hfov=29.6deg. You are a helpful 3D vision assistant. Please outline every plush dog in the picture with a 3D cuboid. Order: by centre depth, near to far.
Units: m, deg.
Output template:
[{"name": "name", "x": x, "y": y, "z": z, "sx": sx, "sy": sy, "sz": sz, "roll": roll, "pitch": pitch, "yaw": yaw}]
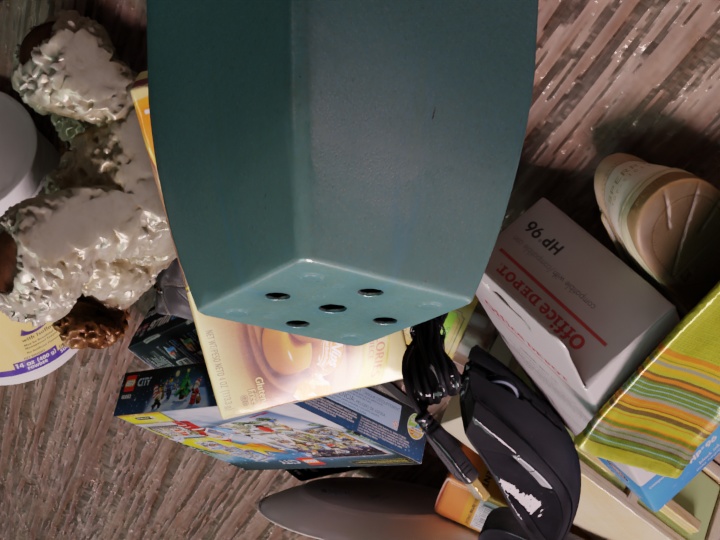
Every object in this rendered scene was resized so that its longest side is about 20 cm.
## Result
[{"name": "plush dog", "x": -0.155, "y": -0.043, "z": 0.875, "sx": 0.160, "sy": 0.201, "sz": 0.172, "roll": 8, "pitch": 161, "yaw": -18}]

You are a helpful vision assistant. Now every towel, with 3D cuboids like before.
[{"name": "towel", "x": 0.198, "y": 0.031, "z": 0.694, "sx": 0.086, "sy": 0.018, "sz": 0.200, "roll": 16, "pitch": 122, "yaw": -40}]

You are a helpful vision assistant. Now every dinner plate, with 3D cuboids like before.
[{"name": "dinner plate", "x": 0.017, "y": 0.193, "z": 1.107, "sx": 0.200, "sy": 0.024, "sz": 0.200, "roll": 5, "pitch": -178, "yaw": 0}]

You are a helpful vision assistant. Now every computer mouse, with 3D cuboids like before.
[{"name": "computer mouse", "x": 0.087, "y": 0.098, "z": 0.797, "sx": 0.046, "sy": 0.141, "sz": 0.200, "roll": -24, "pitch": 111, "yaw": 18}]

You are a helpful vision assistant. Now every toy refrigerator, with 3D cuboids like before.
[{"name": "toy refrigerator", "x": 0.161, "y": 0.125, "z": 0.937, "sx": 0.200, "sy": 0.076, "sz": 0.070, "roll": 38, "pitch": 147, "yaw": -15}]

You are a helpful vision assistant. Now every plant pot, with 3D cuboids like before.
[{"name": "plant pot", "x": -0.012, "y": -0.077, "z": 0.616, "sx": 0.141, "sy": 0.201, "sz": 0.141, "roll": 14, "pitch": 157, "yaw": -33}]

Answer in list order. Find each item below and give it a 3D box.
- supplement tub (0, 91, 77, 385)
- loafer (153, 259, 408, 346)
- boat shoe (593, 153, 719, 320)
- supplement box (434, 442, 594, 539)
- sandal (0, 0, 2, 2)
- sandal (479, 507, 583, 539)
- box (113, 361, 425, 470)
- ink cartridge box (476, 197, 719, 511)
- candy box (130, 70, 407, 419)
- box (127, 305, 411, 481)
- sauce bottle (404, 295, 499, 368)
[{"name": "supplement tub", "x": -0.275, "y": -0.023, "z": 0.993, "sx": 0.145, "sy": 0.146, "sz": 0.200, "roll": 19, "pitch": 148, "yaw": 14}, {"name": "loafer", "x": -0.052, "y": 0.033, "z": 0.953, "sx": 0.200, "sy": 0.072, "sz": 0.073, "roll": 26, "pitch": -167, "yaw": 14}, {"name": "boat shoe", "x": 0.194, "y": 0.008, "z": 0.762, "sx": 0.200, "sy": 0.072, "sz": 0.065, "roll": 46, "pitch": -179, "yaw": -34}, {"name": "supplement box", "x": 0.161, "y": 0.186, "z": 1.035, "sx": 0.200, "sy": 0.067, "sz": 0.069, "roll": 24, "pitch": 147, "yaw": 6}, {"name": "sandal", "x": -0.269, "y": -0.174, "z": 0.867, "sx": 0.076, "sy": 0.043, "sz": 0.200, "roll": 39, "pitch": 147, "yaw": -18}, {"name": "sandal", "x": 0.175, "y": 0.228, "z": 0.947, "sx": 0.200, "sy": 0.043, "sz": 0.076, "roll": 20, "pitch": 148, "yaw": 14}, {"name": "box", "x": -0.068, "y": 0.107, "z": 0.999, "sx": 0.200, "sy": 0.038, "sz": 0.136, "roll": -10, "pitch": 150, "yaw": 45}, {"name": "ink cartridge box", "x": 0.131, "y": 0.040, "z": 0.775, "sx": 0.116, "sy": 0.068, "sz": 0.200, "roll": 45, "pitch": 174, "yaw": 41}, {"name": "candy box", "x": -0.047, "y": -0.025, "z": 0.775, "sx": 0.115, "sy": 0.055, "sz": 0.200, "roll": -13, "pitch": 107, "yaw": 0}, {"name": "box", "x": -0.068, "y": 0.088, "z": 1.088, "sx": 0.200, "sy": 0.046, "sz": 0.159, "roll": 40, "pitch": 146, "yaw": -19}, {"name": "sauce bottle", "x": 0.000, "y": 0.000, "z": 0.892, "sx": 0.200, "sy": 0.065, "sz": 0.065, "roll": 24, "pitch": 148, "yaw": 7}]
